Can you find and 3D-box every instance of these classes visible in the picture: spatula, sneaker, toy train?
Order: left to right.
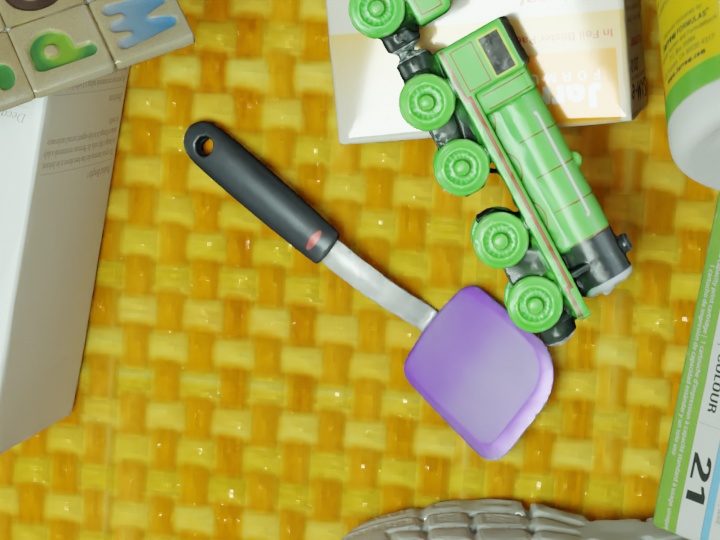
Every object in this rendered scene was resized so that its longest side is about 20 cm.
[{"bbox_3d":[0.000,0.000,0.996,0.200,0.021,0.057,40,104,4],"label":"spatula"},{"bbox_3d":[0.045,-0.066,0.897,0.056,0.042,0.201,-29,94,4],"label":"toy train"},{"bbox_3d":[0.084,0.149,0.974,0.198,0.077,0.083,3,104,11],"label":"sneaker"}]

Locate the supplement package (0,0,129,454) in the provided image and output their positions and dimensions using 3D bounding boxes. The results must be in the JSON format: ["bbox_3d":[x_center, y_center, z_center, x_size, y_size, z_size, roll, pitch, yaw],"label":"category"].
[{"bbox_3d":[-0.178,-0.034,0.978,0.116,0.117,0.202,12,98,9],"label":"supplement package"}]

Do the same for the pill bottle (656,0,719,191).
[{"bbox_3d":[0.166,-0.139,0.875,0.110,0.111,0.202,-6,70,12],"label":"pill bottle"}]

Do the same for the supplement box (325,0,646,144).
[{"bbox_3d":[0.047,-0.158,0.940,0.125,0.074,0.202,-5,97,12],"label":"supplement box"}]

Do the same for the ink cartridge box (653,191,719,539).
[{"bbox_3d":[0.228,0.058,0.886,0.199,0.075,0.149,18,103,41],"label":"ink cartridge box"}]

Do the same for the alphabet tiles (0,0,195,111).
[{"bbox_3d":[-0.178,-0.138,0.912,0.166,0.008,0.201,-21,59,-12],"label":"alphabet tiles"}]
